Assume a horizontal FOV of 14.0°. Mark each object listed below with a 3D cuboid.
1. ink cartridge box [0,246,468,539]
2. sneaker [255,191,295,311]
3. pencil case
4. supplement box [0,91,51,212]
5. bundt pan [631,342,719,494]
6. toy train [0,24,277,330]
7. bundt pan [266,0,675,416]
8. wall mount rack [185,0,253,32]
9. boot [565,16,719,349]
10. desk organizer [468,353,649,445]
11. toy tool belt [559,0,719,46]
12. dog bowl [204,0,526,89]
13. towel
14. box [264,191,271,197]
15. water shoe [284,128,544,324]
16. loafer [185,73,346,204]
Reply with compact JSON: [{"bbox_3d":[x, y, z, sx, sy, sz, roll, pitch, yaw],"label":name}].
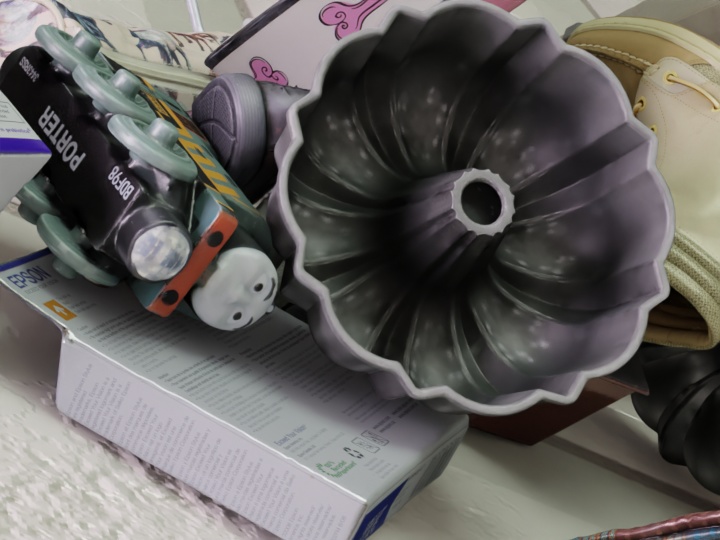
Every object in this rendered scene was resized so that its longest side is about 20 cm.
[{"bbox_3d":[-0.063,0.052,1.346,0.200,0.041,0.200,31,15,10],"label":"ink cartridge box"},{"bbox_3d":[0.000,0.000,1.558,0.088,0.076,0.200,47,27,19],"label":"sneaker"},{"bbox_3d":[-0.132,-0.105,1.639,0.089,0.078,0.200,9,2,35],"label":"pencil case"},{"bbox_3d":[-0.246,-0.087,1.267,0.200,0.101,0.103,50,22,17],"label":"supplement box"},{"bbox_3d":[0.223,0.035,1.596,0.076,0.202,0.202,2,31,-47],"label":"bundt pan"},{"bbox_3d":[-0.105,-0.042,1.357,0.114,0.085,0.200,30,11,-36],"label":"toy train"},{"bbox_3d":[0.043,-0.022,1.379,0.202,0.202,0.076,25,-23,-15],"label":"bundt pan"},{"bbox_3d":[-0.043,-0.171,1.878,0.200,0.075,0.174,-7,35,-22],"label":"wall mount rack"},{"bbox_3d":[0.149,-0.046,1.527,0.200,0.155,0.073,30,-30,31],"label":"boot"},{"bbox_3d":[0.078,-0.014,1.559,0.072,0.077,0.200,20,48,-50],"label":"desk organizer"},{"bbox_3d":[0.185,-0.091,1.677,0.123,0.200,0.125,53,28,-19],"label":"toy tool belt"},{"bbox_3d":[0.020,-0.138,1.519,0.074,0.200,0.200,55,15,-4],"label":"dog bowl"},{"bbox_3d":[0.187,0.125,1.425,0.200,0.147,0.022,4,73,-56],"label":"towel"},{"bbox_3d":[0.043,-0.045,1.684,0.200,0.117,0.060,38,33,25],"label":"box"},{"bbox_3d":[0.036,-0.025,1.481,0.079,0.200,0.072,32,-13,27],"label":"water shoe"},{"bbox_3d":[-0.064,-0.055,1.487,0.063,0.072,0.200,-4,-8,-20],"label":"loafer"}]
